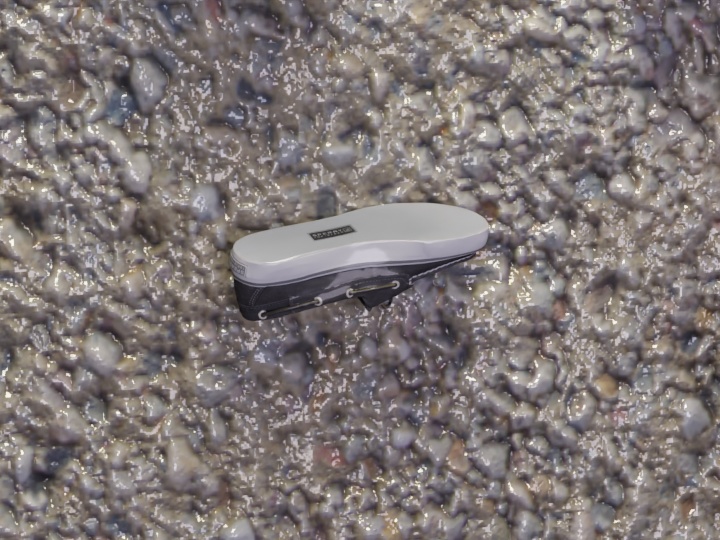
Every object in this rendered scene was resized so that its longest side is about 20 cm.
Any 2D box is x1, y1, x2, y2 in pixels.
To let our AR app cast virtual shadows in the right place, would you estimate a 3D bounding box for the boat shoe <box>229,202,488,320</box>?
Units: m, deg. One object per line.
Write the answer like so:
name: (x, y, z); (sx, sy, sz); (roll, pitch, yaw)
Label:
boat shoe: (0.000, 0.000, 1.753); (0.198, 0.070, 0.067); (-12, 120, -21)
